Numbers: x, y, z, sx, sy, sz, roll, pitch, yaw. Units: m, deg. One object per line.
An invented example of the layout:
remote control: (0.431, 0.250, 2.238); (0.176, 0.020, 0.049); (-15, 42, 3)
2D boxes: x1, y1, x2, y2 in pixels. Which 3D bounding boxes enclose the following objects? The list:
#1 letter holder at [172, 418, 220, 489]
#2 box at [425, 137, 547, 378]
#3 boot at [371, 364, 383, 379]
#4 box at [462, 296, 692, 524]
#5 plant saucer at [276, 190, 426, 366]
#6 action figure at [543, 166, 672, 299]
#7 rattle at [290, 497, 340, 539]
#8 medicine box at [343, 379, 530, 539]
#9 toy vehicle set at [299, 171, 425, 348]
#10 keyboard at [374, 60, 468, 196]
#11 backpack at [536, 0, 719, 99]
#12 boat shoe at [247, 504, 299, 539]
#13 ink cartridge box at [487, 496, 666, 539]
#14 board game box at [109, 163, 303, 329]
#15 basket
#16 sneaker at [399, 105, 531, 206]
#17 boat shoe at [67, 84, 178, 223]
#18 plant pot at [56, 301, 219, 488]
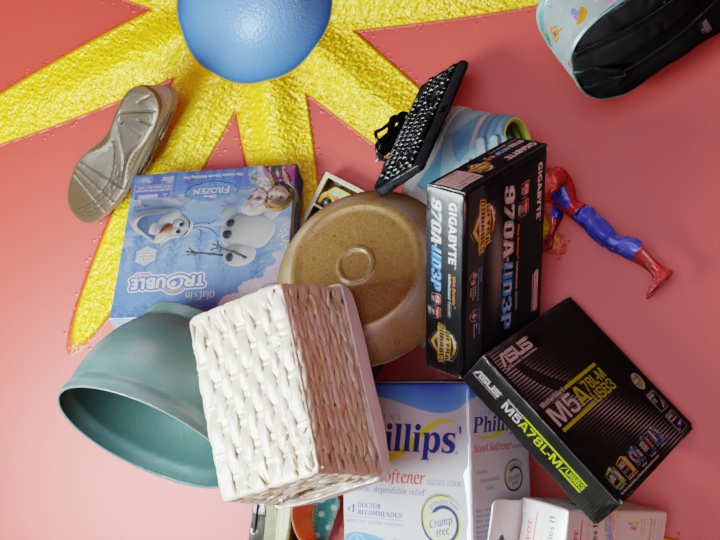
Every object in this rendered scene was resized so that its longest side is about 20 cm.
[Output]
letter holder: (-0.141, 0.129, 1.446); (0.142, 0.101, 0.201); (-38, 78, 8)
box: (0.126, -0.015, 1.278); (0.046, 0.159, 0.202); (17, 121, 33)
boot: (-0.039, 0.097, 1.361); (0.199, 0.069, 0.175); (4, 50, 49)
box: (0.225, 0.135, 1.296); (0.193, 0.200, 0.048); (50, 127, 12)
plant saucer: (0.000, 0.000, 1.319); (0.198, 0.035, 0.202); (-8, 64, 16)
action figure: (0.229, -0.034, 1.369); (0.099, 0.065, 0.200); (-42, 77, 0)
rattle: (-0.052, 0.353, 1.407); (0.201, 0.130, 0.143); (54, 142, -5)
medicine box: (0.077, 0.216, 1.341); (0.181, 0.102, 0.202); (-6, 85, 43)
toy vehicle set: (0.019, -0.013, 1.447); (0.199, 0.026, 0.125); (28, 94, 15)
keyboard: (0.050, -0.156, 1.364); (0.040, 0.201, 0.104); (42, 131, -16)
backpack: (0.279, -0.282, 1.319); (0.200, 0.176, 0.154); (-43, 60, 10)
boat shoe: (-0.101, 0.315, 1.426); (0.066, 0.072, 0.202); (20, 112, 23)
ink cartridge box: (0.216, 0.292, 1.284); (0.067, 0.199, 0.118); (6, 88, 51)
board game box: (-0.170, -0.025, 1.435); (0.198, 0.043, 0.200); (-4, 57, 9)
basket: (-0.072, 0.119, 1.227); (0.135, 0.123, 0.202); (-21, 72, 29)
sneaker: (0.117, -0.086, 1.357); (0.130, 0.079, 0.201); (6, 72, 45)
boat shoe: (-0.281, -0.138, 1.521); (0.072, 0.065, 0.200); (41, 116, 10)
plant pot: (-0.195, 0.118, 1.326); (0.199, 0.201, 0.135); (15, 61, 16)
